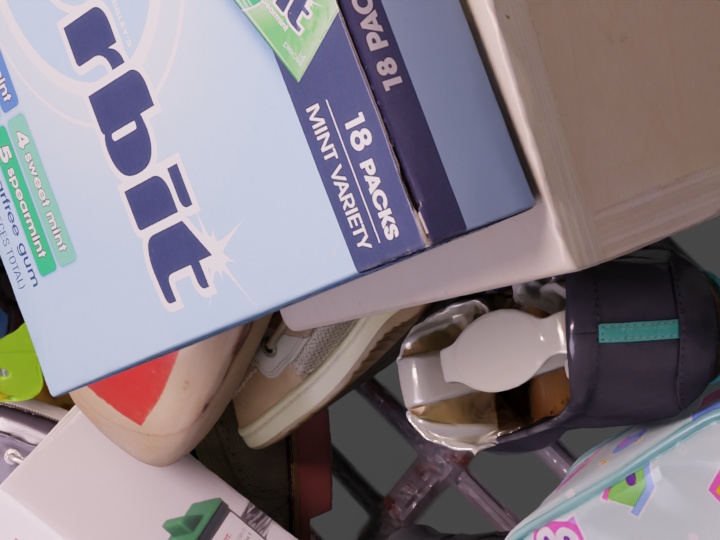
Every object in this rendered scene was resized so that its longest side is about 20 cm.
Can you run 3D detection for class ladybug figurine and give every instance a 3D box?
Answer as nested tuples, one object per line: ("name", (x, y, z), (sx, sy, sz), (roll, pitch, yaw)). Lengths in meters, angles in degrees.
("ladybug figurine", (-0.064, -0.020, 0.759), (0.071, 0.136, 0.201), (19, 118, -12))

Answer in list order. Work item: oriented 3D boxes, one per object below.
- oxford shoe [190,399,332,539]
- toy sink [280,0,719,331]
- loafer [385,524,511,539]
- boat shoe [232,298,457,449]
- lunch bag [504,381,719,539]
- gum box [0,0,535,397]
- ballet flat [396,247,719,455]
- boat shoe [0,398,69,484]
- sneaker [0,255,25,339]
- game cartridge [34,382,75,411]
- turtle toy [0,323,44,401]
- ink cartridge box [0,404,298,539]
("oxford shoe", (-0.055, 0.135, 0.894), (0.070, 0.074, 0.202), (-151, 59, -69))
("toy sink", (0.026, -0.099, 0.607), (0.130, 0.112, 0.201), (-14, 95, 50))
("loafer", (0.034, 0.140, 0.858), (0.070, 0.068, 0.200), (45, 148, -5))
("boat shoe", (-0.001, 0.001, 0.775), (0.063, 0.073, 0.201), (50, 141, 7))
("lunch bag", (0.148, 0.127, 0.699), (0.200, 0.077, 0.160), (53, 134, 0))
("gum box", (-0.056, -0.067, 0.591), (0.200, 0.044, 0.171), (-22, 88, 52))
("ballet flat", (0.052, 0.029, 0.709), (0.073, 0.073, 0.200), (55, 158, -5))
("boat shoe", (-0.149, 0.104, 0.955), (0.198, 0.063, 0.073), (10, 140, 6))
("sneaker", (-0.140, -0.043, 0.757), (0.081, 0.200, 0.074), (20, 120, -5))
("game cartridge", (-0.175, 0.088, 1.077), (0.176, 0.032, 0.200), (43, 141, 12))
("turtle toy", (-0.160, -0.009, 0.901), (0.144, 0.102, 0.201), (-1, 143, 1))
("ink cartridge box", (-0.073, 0.168, 0.826), (0.199, 0.084, 0.146), (36, 127, 6))
